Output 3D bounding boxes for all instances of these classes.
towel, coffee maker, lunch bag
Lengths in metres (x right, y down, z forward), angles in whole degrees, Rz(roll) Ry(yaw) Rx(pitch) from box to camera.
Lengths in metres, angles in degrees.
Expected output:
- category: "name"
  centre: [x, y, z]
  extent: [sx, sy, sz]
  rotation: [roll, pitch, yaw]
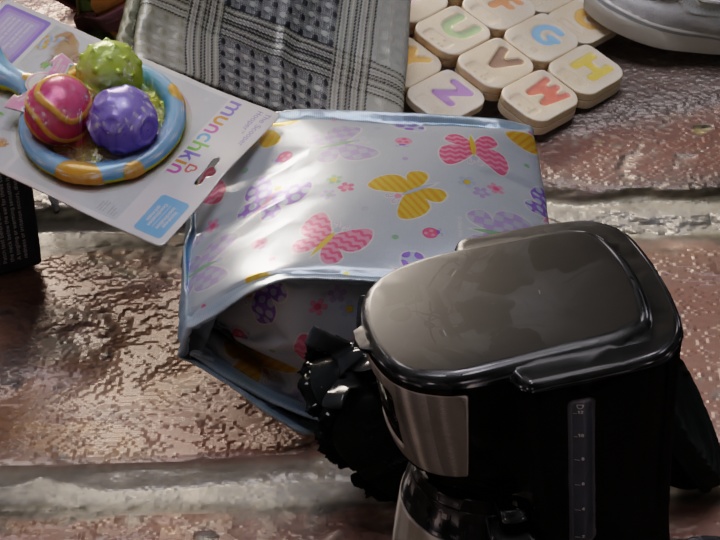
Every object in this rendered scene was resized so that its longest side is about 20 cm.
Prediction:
- category: "towel"
  centre: [-0.054, -0.151, 1.401]
  extent: [0.191, 0.034, 0.201]
  rotation: [24, 55, -23]
- category: "coffee maker"
  centre: [0.095, 0.084, 1.029]
  extent: [0.191, 0.201, 0.134]
  rotation: [-24, 39, -28]
- category: "lunch bag"
  centre: [0.000, 0.000, 1.234]
  extent: [0.198, 0.128, 0.170]
  rotation: [4, 35, -6]

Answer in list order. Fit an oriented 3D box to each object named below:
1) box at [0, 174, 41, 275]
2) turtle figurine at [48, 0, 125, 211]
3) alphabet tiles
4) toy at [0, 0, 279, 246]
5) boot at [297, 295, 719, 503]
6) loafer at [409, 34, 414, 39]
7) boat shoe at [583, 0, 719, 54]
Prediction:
- category: "box"
  centre: [-0.321, -0.074, 1.371]
  extent: [0.195, 0.125, 0.200]
  rotation: [-15, 36, -20]
- category: "turtle figurine"
  centre: [-0.155, -0.182, 1.440]
  extent: [0.143, 0.195, 0.200]
  rotation: [-21, 20, 26]
- category: "alphabet tiles"
  centre: [0.077, -0.166, 1.516]
  extent: [0.200, 0.015, 0.195]
  rotation: [40, 47, 25]
- category: "toy"
  centre: [-0.159, -0.097, 1.250]
  extent: [0.199, 0.047, 0.115]
  rotation: [22, 54, 26]
- category: "boot"
  centre: [0.075, 0.072, 1.129]
  extent: [0.162, 0.198, 0.074]
  rotation: [-28, 41, 18]
- category: "loafer"
  centre: [0.029, -0.219, 1.617]
  extent: [0.062, 0.072, 0.201]
  rotation: [16, 42, 0]
- category: "boat shoe"
  centre: [0.250, -0.183, 1.518]
  extent: [0.198, 0.069, 0.072]
  rotation: [17, 35, 18]
